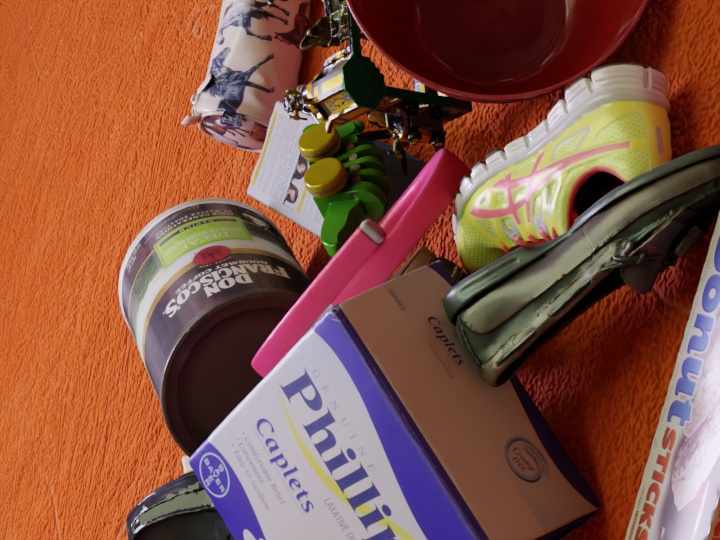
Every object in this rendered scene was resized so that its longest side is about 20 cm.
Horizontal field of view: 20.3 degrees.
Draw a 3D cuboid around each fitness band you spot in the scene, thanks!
[{"bbox_3d":[0.000,0.000,1.340,0.200,0.037,0.144,-49,0,22],"label":"fitness band"}]

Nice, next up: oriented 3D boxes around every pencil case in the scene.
[{"bbox_3d":[-0.090,-0.207,1.723,0.078,0.089,0.201,-13,64,61],"label":"pencil case"}]

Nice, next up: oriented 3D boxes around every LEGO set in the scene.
[{"bbox_3d":[-0.007,-0.166,1.384,0.116,0.153,0.201,-22,76,47],"label":"LEGO set"}]

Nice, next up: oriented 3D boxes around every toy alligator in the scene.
[{"bbox_3d":[-0.011,-0.082,1.441,0.054,0.059,0.201,-20,39,8],"label":"toy alligator"}]

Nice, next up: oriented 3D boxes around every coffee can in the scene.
[{"bbox_3d":[-0.097,0.047,1.522,0.147,0.146,0.200,-67,23,15],"label":"coffee can"}]

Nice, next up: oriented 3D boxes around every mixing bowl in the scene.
[{"bbox_3d":[0.085,-0.185,1.290,0.108,0.199,0.202,83,-166,-74],"label":"mixing bowl"}]

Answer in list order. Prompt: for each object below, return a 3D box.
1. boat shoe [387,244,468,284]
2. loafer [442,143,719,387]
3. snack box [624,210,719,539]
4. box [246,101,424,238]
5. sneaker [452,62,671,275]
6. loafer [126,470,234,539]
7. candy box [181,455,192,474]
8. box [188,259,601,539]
[{"bbox_3d":[0.039,0.037,1.354,0.071,0.070,0.200,-57,3,-10],"label":"boat shoe"},{"bbox_3d":[0.142,0.000,1.152,0.199,0.072,0.063,-30,67,23],"label":"loafer"},{"bbox_3d":[0.195,0.071,1.086,0.072,0.024,0.201,20,94,64],"label":"snack box"},{"bbox_3d":[-0.023,-0.072,1.563,0.200,0.049,0.083,32,105,63],"label":"box"},{"bbox_3d":[0.122,-0.038,1.233,0.200,0.078,0.091,-49,45,47],"label":"sneaker"},{"bbox_3d":[-0.073,0.174,1.412,0.199,0.068,0.071,-14,45,14],"label":"loafer"},{"bbox_3d":[-0.067,0.198,1.462,0.201,0.102,0.027,-107,-2,-47],"label":"candy box"},{"bbox_3d":[0.015,0.130,1.236,0.185,0.105,0.200,57,135,15],"label":"box"}]
